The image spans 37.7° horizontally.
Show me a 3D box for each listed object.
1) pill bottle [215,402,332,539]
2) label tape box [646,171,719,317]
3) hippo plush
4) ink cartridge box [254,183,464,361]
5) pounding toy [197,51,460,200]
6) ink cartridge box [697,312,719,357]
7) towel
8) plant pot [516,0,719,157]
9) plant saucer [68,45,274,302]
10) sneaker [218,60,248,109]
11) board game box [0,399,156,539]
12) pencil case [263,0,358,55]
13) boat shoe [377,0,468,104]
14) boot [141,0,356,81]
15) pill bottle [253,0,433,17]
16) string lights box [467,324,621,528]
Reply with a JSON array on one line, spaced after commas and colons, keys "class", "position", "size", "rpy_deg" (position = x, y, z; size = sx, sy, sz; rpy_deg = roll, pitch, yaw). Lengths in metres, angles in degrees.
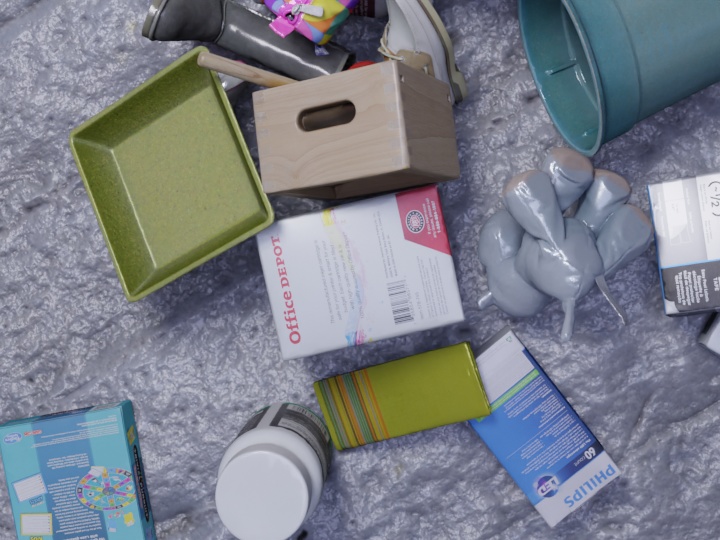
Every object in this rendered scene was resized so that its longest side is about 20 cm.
[{"class": "pill bottle", "position": [-0.092, 0.215, 1.127], "size": [0.111, 0.200, 0.115], "rpy_deg": [0, 94, 4]}, {"class": "label tape box", "position": [0.415, -0.035, 1.118], "size": [0.197, 0.066, 0.146], "rpy_deg": [-9, 81, 22]}, {"class": "hippo plush", "position": [0.211, -0.015, 1.130], "size": [0.157, 0.161, 0.203], "rpy_deg": [-11, 76, -24]}, {"class": "ink cartridge box", "position": [0.000, 0.000, 1.138], "size": [0.197, 0.145, 0.147], "rpy_deg": [-12, 93, 2]}, {"class": "pounding toy", "position": [-0.028, -0.152, 1.055], "size": [0.197, 0.184, 0.144], "rpy_deg": [-8, 88, 24]}, {"class": "ink cartridge box", "position": [0.500, 0.059, 1.165], "size": [0.198, 0.057, 0.164], "rpy_deg": [29, 94, 6]}, {"class": "towel", "position": [0.044, 0.141, 1.174], "size": [0.198, 0.018, 0.087], "rpy_deg": [-17, 96, 26]}, {"class": "plant pot", "position": [0.292, -0.247, 1.096], "size": [0.194, 0.200, 0.203], "rpy_deg": [-20, 92, -4]}, {"class": "plant saucer", "position": [-0.191, -0.098, 1.104], "size": [0.198, 0.048, 0.202], "rpy_deg": [-27, 80, 22]}, {"class": "sneaker", "position": [-0.166, -0.137, 1.177], "size": [0.088, 0.081, 0.201], "rpy_deg": [31, 103, 0]}, {"class": "board game box", "position": [-0.325, 0.264, 1.219], "size": [0.149, 0.047, 0.203], "rpy_deg": [-9, 93, 3]}, {"class": "pencil case", "position": [-0.012, -0.313, 1.035], "size": [0.088, 0.088, 0.201], "rpy_deg": [40, 109, 0]}, {"class": "boat shoe", "position": [0.057, -0.230, 1.105], "size": [0.068, 0.200, 0.075], "rpy_deg": [-31, 53, 2]}, {"class": "boot", "position": [-0.113, -0.241, 1.124], "size": [0.199, 0.182, 0.073], "rpy_deg": [34, 121, 3]}, {"class": "pill bottle", "position": [-0.015, -0.335, 1.135], "size": [0.197, 0.114, 0.116], "rpy_deg": [7, 94, 2]}, {"class": "string lights box", "position": [0.189, 0.174, 1.181], "size": [0.102, 0.059, 0.201], "rpy_deg": [-38, 91, 5]}]
